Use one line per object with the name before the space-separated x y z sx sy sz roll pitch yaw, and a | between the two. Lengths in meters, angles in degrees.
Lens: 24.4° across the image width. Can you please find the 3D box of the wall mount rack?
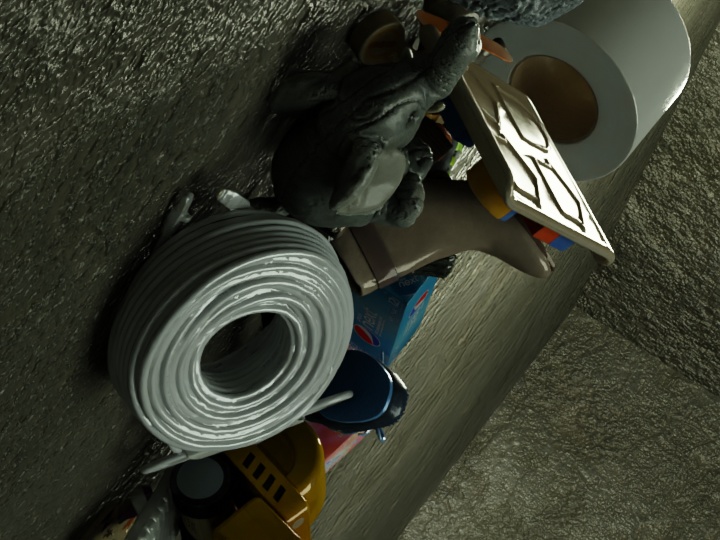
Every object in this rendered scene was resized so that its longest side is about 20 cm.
wall mount rack | -0.113 0.111 1.431 0.200 0.075 0.174 -21 172 4

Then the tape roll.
tape roll | 0.235 -0.216 1.785 0.139 0.202 0.203 -47 164 -38

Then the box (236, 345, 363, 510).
box | -0.070 0.167 1.678 0.200 0.103 0.095 -43 171 11

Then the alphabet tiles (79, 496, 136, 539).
alphabet tiles | -0.263 0.296 1.579 0.167 0.006 0.200 -51 166 -31

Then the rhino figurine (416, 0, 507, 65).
rhino figurine | 0.089 -0.209 1.546 0.087 0.060 0.200 -23 157 -16

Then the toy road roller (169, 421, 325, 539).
toy road roller | -0.073 0.228 1.530 0.146 0.200 0.123 -35 152 -21

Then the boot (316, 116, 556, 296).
boot | 0.050 -0.030 1.416 0.146 0.200 0.070 -41 175 -15

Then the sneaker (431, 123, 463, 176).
sneaker | 0.067 -0.098 1.576 0.200 0.083 0.072 -37 168 4

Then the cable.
cable | -0.095 0.048 1.278 0.200 0.069 0.200 20 109 -43

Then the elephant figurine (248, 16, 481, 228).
elephant figurine | -0.002 -0.113 1.291 0.200 0.141 0.156 103 8 -74

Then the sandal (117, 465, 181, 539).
sandal | -0.201 0.229 1.535 0.203 0.050 0.083 -60 161 -65

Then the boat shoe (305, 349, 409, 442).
boat shoe | -0.007 0.112 1.533 0.200 0.069 0.084 11 -108 61

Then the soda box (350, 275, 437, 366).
soda box | 0.029 0.028 1.667 0.068 0.064 0.200 -52 171 -21

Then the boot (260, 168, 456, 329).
boot | 0.001 0.001 1.525 0.157 0.080 0.211 -9 141 -25

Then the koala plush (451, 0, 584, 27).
koala plush | 0.108 -0.268 1.276 0.178 0.184 0.200 -59 180 9

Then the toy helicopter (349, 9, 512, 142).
toy helicopter | 0.051 -0.177 1.436 0.132 0.079 0.200 -39 154 9

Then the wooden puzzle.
wooden puzzle | 0.123 -0.096 1.396 0.046 0.186 0.200 -35 147 19
